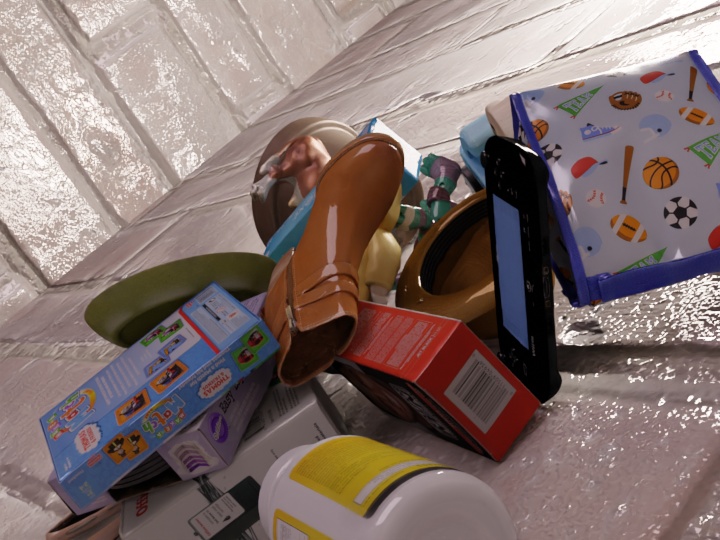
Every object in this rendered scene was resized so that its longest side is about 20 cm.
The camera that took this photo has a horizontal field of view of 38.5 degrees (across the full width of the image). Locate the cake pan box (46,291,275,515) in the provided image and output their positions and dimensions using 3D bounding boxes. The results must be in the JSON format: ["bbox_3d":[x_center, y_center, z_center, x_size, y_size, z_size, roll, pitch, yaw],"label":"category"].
[{"bbox_3d":[-0.169,0.120,0.930,0.183,0.053,0.201,-23,26,29],"label":"cake pan box"}]

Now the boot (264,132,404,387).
[{"bbox_3d":[-0.016,-0.007,0.877,0.201,0.073,0.155,-58,19,24],"label":"boot"}]

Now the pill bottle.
[{"bbox_3d":[0.006,0.171,0.676,0.112,0.113,0.199,-41,18,-20],"label":"pill bottle"}]

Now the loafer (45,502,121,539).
[{"bbox_3d":[-0.243,0.228,1.068,0.071,0.063,0.200,-17,24,42],"label":"loafer"}]

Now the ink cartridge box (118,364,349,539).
[{"bbox_3d":[-0.108,0.178,0.916,0.199,0.084,0.147,-34,16,-1],"label":"ink cartridge box"}]

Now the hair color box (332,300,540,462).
[{"bbox_3d":[0.047,0.084,0.841,0.061,0.101,0.200,-50,20,-13],"label":"hair color box"}]

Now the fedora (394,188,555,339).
[{"bbox_3d":[0.124,0.001,0.962,0.199,0.082,0.201,-31,25,17],"label":"fedora"}]

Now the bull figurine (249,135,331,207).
[{"bbox_3d":[-0.046,-0.073,1.217,0.120,0.201,0.065,-28,-29,-12],"label":"bull figurine"}]

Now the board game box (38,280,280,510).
[{"bbox_3d":[-0.175,0.097,0.873,0.199,0.037,0.151,-38,23,-11],"label":"board game box"}]

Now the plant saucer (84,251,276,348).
[{"bbox_3d":[-0.173,0.038,1.028,0.197,0.031,0.200,-17,-17,-5],"label":"plant saucer"}]

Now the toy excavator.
[{"bbox_3d":[0.153,-0.132,1.084,0.099,0.201,0.195,-33,41,3],"label":"toy excavator"}]

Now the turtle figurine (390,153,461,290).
[{"bbox_3d":[0.065,-0.024,1.118,0.150,0.100,0.201,112,-179,-49],"label":"turtle figurine"}]

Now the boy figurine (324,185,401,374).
[{"bbox_3d":[0.000,0.000,0.996,0.064,0.203,0.124,6,13,-23],"label":"boy figurine"}]

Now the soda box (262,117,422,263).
[{"bbox_3d":[-0.024,-0.058,1.072,0.200,0.068,0.064,-47,15,29],"label":"soda box"}]

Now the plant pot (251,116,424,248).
[{"bbox_3d":[-0.013,-0.093,1.339,0.173,0.202,0.200,12,46,43],"label":"plant pot"}]

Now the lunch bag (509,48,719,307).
[{"bbox_3d":[0.221,-0.061,0.811,0.168,0.125,0.201,-16,41,3],"label":"lunch bag"}]

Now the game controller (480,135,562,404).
[{"bbox_3d":[0.123,-0.001,0.795,0.041,0.203,0.104,-7,17,0],"label":"game controller"}]
